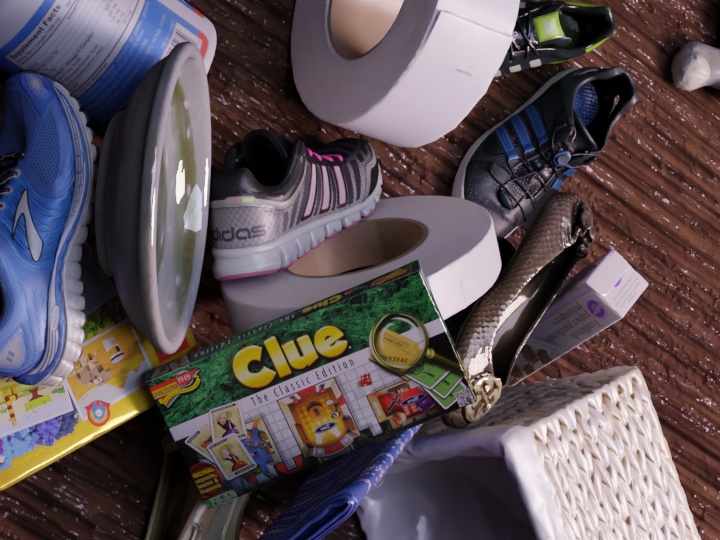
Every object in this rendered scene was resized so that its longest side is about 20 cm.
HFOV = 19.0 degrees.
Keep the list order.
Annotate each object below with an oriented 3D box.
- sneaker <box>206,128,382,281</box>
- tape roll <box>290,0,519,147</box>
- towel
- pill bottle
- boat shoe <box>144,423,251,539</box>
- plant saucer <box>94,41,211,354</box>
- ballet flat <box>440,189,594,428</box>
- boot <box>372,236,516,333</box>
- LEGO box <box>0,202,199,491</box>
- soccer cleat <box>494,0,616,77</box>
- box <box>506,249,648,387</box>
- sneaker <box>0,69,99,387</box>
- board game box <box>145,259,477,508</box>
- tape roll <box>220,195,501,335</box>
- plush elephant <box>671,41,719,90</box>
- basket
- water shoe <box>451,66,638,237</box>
[{"bbox_3d":[-0.048,-0.067,1.544,0.200,0.073,0.088,-38,122,-50],"label":"sneaker"},{"bbox_3d":[0.032,-0.194,1.569,0.070,0.202,0.204,17,74,-33],"label":"tape roll"},{"bbox_3d":[-0.023,0.151,1.475,0.024,0.145,0.200,49,28,-2],"label":"towel"},{"bbox_3d":[-0.205,-0.176,1.456,0.199,0.112,0.113,35,65,-26],"label":"pill bottle"},{"bbox_3d":[-0.118,0.148,1.498,0.063,0.073,0.202,16,82,-37],"label":"boat shoe"},{"bbox_3d":[-0.136,-0.048,1.384,0.050,0.200,0.202,5,78,5],"label":"plant saucer"},{"bbox_3d":[0.115,0.029,1.531,0.201,0.046,0.068,-59,155,-23],"label":"ballet flat"},{"bbox_3d":[0.021,0.042,1.570,0.070,0.131,0.200,52,59,-19],"label":"boot"},{"bbox_3d":[-0.223,0.049,1.432,0.199,0.077,0.150,-29,100,-34],"label":"LEGO box"},{"bbox_3d":[0.115,-0.186,1.699,0.199,0.081,0.068,-14,92,-35],"label":"soccer cleat"},{"bbox_3d":[0.145,0.041,1.617,0.039,0.200,0.041,43,61,-4],"label":"box"},{"bbox_3d":[-0.219,-0.030,1.352,0.089,0.078,0.202,8,77,-34],"label":"sneaker"},{"bbox_3d":[-0.033,0.077,1.430,0.199,0.023,0.105,-23,107,7],"label":"board game box"},{"bbox_3d":[0.000,0.000,1.518,0.202,0.202,0.037,-27,113,-34],"label":"tape roll"},{"bbox_3d":[0.387,-0.208,1.848,0.199,0.154,0.166,29,68,-28],"label":"plush elephant"},{"bbox_3d":[0.124,0.188,1.587,0.160,0.198,0.201,-27,98,-38],"label":"basket"},{"bbox_3d":[0.146,-0.099,1.710,0.072,0.079,0.200,49,60,-19],"label":"water shoe"}]
